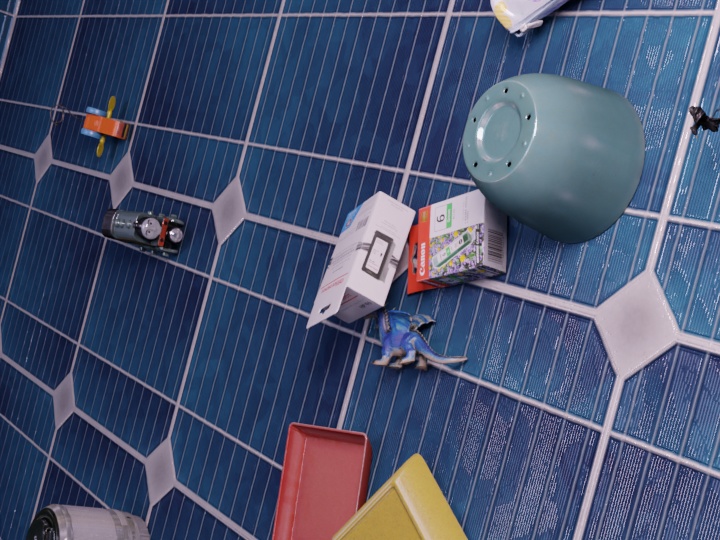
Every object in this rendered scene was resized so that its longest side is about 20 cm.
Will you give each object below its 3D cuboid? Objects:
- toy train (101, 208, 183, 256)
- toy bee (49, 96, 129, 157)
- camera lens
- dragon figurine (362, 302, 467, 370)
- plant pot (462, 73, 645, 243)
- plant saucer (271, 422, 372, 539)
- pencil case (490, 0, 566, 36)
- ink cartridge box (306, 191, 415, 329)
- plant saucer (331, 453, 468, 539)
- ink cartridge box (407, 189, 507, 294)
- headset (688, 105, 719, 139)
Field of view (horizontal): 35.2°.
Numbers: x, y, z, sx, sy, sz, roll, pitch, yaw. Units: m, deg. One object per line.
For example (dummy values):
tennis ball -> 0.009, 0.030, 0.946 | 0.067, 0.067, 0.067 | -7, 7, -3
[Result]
toy train -> -0.434, -0.081, 2.263 | 0.199, 0.113, 0.087 | 10, 86, 53
toy bee -> -0.589, -0.338, 2.577 | 0.199, 0.108, 0.132 | 40, 103, 24
camera lens -> -0.509, 0.519, 2.092 | 0.159, 0.198, 0.163 | -20, 63, 46
dragon figurine -> 0.068, 0.087, 1.605 | 0.199, 0.058, 0.101 | -6, 74, 53
plant pot -> 0.222, -0.151, 1.401 | 0.199, 0.159, 0.204 | -22, 62, 47
plant saucer -> -0.052, 0.338, 1.698 | 0.199, 0.036, 0.203 | -2, 77, 53
pencil case -> 0.260, -0.388, 1.479 | 0.199, 0.083, 0.092 | -29, 41, 43
ink cartridge box -> 0.000, 0.000, 1.648 | 0.116, 0.067, 0.203 | -30, 35, 60
plant saucer -> 0.046, 0.382, 1.515 | 0.200, 0.048, 0.201 | -48, 51, 22
ink cartridge box -> 0.118, -0.037, 1.587 | 0.198, 0.050, 0.111 | -15, 67, 48
headset -> 0.443, -0.142, 1.168 | 0.198, 0.093, 0.126 | 16, 91, 42
